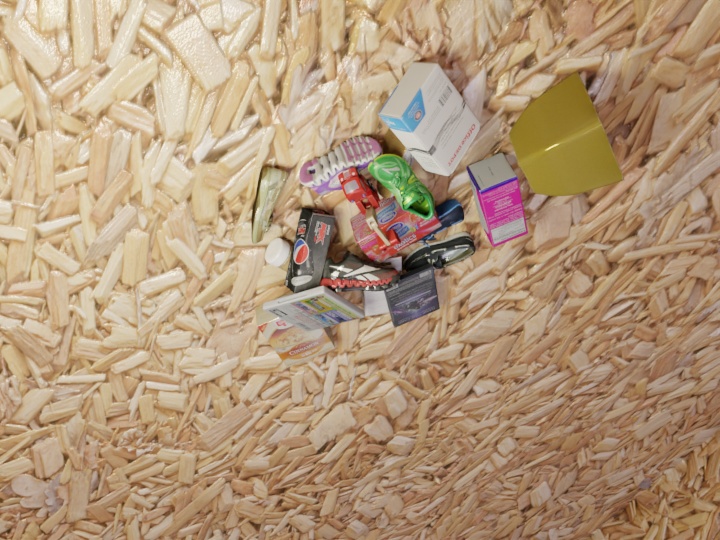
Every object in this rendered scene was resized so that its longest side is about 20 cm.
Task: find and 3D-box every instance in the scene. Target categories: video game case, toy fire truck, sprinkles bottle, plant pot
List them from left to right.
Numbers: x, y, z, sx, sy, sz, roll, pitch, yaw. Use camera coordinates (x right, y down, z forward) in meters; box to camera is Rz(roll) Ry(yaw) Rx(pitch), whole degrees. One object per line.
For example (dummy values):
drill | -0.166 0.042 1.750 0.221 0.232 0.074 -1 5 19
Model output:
sprinkles bottle | -0.148 -0.009 1.773 0.068 0.069 0.199 -40 130 22
video game case | -0.114 0.098 1.747 0.180 0.022 0.200 -16 152 26
toy fire truck | 0.021 -0.135 1.587 0.048 0.143 0.200 -25 157 14
video game case | 0.140 0.071 1.895 0.141 0.019 0.201 -22 143 -4
plant pot | 0.459 -0.288 1.610 0.198 0.196 0.196 -25 135 21

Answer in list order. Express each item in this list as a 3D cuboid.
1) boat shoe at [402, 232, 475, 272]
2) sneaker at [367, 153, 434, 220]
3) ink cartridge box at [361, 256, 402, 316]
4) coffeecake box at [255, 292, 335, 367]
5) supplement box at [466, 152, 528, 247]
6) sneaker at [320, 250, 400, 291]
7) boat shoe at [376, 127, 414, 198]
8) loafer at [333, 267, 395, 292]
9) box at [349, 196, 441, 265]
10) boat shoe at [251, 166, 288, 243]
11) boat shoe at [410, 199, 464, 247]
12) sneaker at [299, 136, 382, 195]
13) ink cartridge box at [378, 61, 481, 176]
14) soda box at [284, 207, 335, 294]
boat shoe | 0.208 -0.037 1.856 0.198 0.061 0.076 -27 135 10
sneaker | 0.101 -0.186 1.559 0.199 0.084 0.074 35 112 -28
ink cartridge box | 0.057 0.031 1.885 0.107 0.051 0.202 -10 133 -6
coffeecake box | -0.177 0.158 1.920 0.152 0.074 0.201 -22 134 6
supplement box | 0.340 -0.172 1.738 0.102 0.102 0.201 -20 135 3
sneaker | 0.000 0.000 1.704 0.197 0.100 0.071 -2 179 -4
boat shoe | 0.092 -0.264 1.611 0.069 0.071 0.202 -14 133 -41
loafer | 0.007 0.010 1.769 0.197 0.073 0.072 -5 111 -14
box | 0.085 -0.118 1.719 0.198 0.096 0.100 -30 133 13
boat shoe | -0.215 -0.146 1.625 0.062 0.074 0.203 6 123 -15
boat shoe | 0.175 -0.099 1.770 0.198 0.085 0.069 -27 123 13
sneaker | -0.038 -0.231 1.596 0.198 0.081 0.089 -23 142 13
ink cartridge box | 0.153 -0.325 1.511 0.200 0.083 0.146 41 78 -40
soda box | -0.123 -0.046 1.692 0.070 0.063 0.203 5 107 -33
